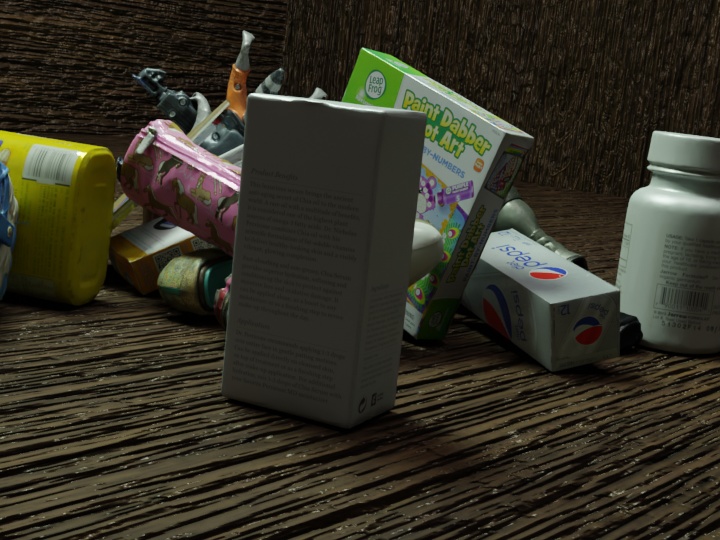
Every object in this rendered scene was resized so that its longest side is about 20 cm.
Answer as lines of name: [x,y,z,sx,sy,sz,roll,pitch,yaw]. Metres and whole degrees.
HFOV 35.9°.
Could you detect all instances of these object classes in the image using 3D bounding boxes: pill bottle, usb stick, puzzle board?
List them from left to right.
puzzle board: [-0.220,-0.087,1.140,0.151,0.017,0.200,-32,17,39]
usb stick: [0.176,0.042,1.078,0.200,0.033,0.055,14,22,41]
pill bottle: [0.311,-0.029,1.069,0.114,0.201,0.114,6,9,-1]

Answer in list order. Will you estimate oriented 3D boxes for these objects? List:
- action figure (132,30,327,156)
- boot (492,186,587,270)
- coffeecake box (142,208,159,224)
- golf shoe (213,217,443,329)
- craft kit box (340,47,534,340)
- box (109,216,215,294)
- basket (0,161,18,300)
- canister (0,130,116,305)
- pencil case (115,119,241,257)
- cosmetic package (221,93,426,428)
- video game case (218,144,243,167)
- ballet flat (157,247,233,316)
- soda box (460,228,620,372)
action figure: [-0.165,-0.177,1.277,0.200,0.194,0.105,34,14,-21]
boot: [0.176,0.007,1.162,0.131,0.068,0.200,50,-11,24]
coffeecake box: [-0.129,-0.046,1.283,0.199,0.073,0.153,9,11,16]
golf shoe: [-0.012,0.019,0.890,0.199,0.073,0.092,-23,33,-19]
craft kit box: [0.038,-0.072,1.002,0.048,0.198,0.200,7,23,-45]
box: [-0.148,-0.042,1.116,0.199,0.042,0.119,-22,20,-19]
basket: [-0.343,-0.038,0.828,0.176,0.140,0.200,6,-16,3]
canister: [-0.325,-0.054,0.981,0.199,0.149,0.087,10,10,12]
pencil case: [-0.124,-0.062,0.963,0.200,0.083,0.086,30,11,34]
cosmetic package: [-0.024,-0.009,0.727,0.101,0.201,0.071,11,11,26]
video game case: [-0.095,-0.117,1.199,0.182,0.024,0.200,-21,-4,33]
ballet flat: [-0.115,0.002,1.030,0.070,0.071,0.200,11,12,26]
soda box: [0.151,0.021,0.994,0.068,0.064,0.200,-10,20,-18]
